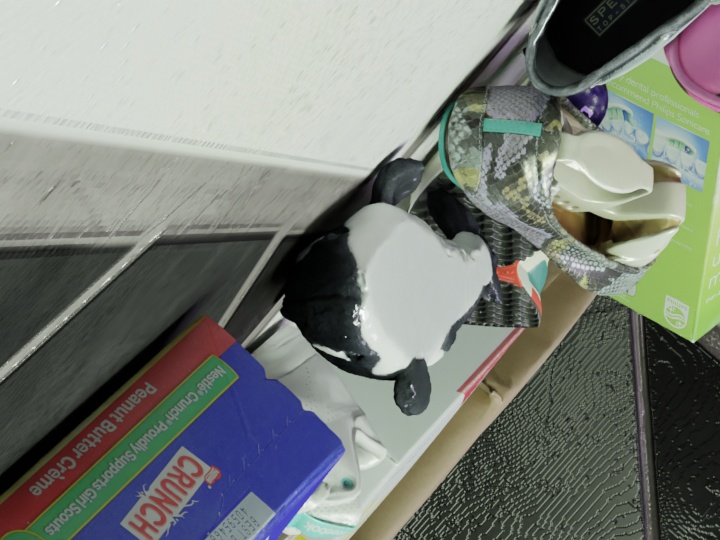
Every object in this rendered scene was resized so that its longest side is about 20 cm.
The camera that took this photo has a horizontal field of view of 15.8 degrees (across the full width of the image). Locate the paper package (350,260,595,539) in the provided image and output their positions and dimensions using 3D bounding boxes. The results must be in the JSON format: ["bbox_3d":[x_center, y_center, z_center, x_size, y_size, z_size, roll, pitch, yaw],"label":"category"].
[{"bbox_3d":[0.051,0.072,1.777,0.191,0.103,0.200,-43,172,-50],"label":"paper package"}]

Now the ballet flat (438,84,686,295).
[{"bbox_3d":[0.107,-0.032,1.168,0.072,0.072,0.200,-50,148,9],"label":"ballet flat"}]

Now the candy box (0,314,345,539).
[{"bbox_3d":[-0.112,0.134,0.897,0.200,0.077,0.169,-51,174,39],"label":"candy box"}]

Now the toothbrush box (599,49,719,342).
[{"bbox_3d":[0.190,-0.088,1.326,0.146,0.086,0.200,-34,141,-38],"label":"toothbrush box"}]

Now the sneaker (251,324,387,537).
[{"bbox_3d":[-0.042,0.091,1.129,0.075,0.088,0.200,-50,175,30],"label":"sneaker"}]

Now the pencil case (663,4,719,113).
[{"bbox_3d":[0.198,-0.073,1.181,0.200,0.094,0.091,46,56,-59],"label":"pencil case"}]

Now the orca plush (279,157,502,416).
[{"bbox_3d":[0.000,0.000,1.111,0.200,0.071,0.105,-49,134,-64],"label":"orca plush"}]

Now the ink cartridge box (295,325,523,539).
[{"bbox_3d":[-0.006,0.090,1.494,0.145,0.083,0.200,-45,174,-39],"label":"ink cartridge box"}]

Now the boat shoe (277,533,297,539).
[{"bbox_3d":[-0.089,0.146,1.234,0.200,0.075,0.073,-41,180,-15],"label":"boat shoe"}]

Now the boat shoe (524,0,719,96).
[{"bbox_3d":[0.137,-0.145,1.050,0.200,0.072,0.068,-43,180,30],"label":"boat shoe"}]

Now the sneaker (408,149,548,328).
[{"bbox_3d":[0.064,-0.044,1.285,0.200,0.070,0.094,78,17,-67],"label":"sneaker"}]

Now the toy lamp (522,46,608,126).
[{"bbox_3d":[0.166,-0.143,1.184,0.200,0.058,0.058,-38,177,10],"label":"toy lamp"}]
